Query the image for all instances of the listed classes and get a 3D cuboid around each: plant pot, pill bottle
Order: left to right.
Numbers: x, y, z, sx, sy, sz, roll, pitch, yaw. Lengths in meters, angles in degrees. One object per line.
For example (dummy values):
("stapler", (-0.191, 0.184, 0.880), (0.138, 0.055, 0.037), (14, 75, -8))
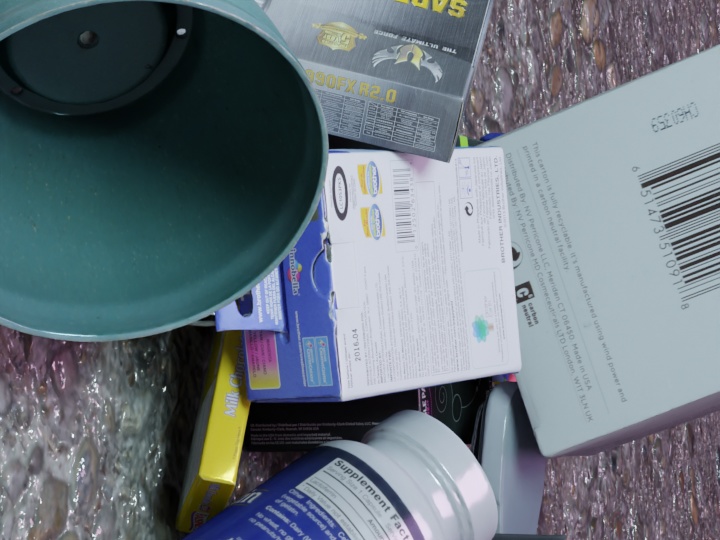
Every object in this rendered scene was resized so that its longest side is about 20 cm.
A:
("plant pot", (-0.126, -0.084, 1.124), (0.135, 0.199, 0.201), (-109, 176, -48))
("pill bottle", (-0.023, 0.167, 1.310), (0.200, 0.115, 0.116), (-32, 121, -32))

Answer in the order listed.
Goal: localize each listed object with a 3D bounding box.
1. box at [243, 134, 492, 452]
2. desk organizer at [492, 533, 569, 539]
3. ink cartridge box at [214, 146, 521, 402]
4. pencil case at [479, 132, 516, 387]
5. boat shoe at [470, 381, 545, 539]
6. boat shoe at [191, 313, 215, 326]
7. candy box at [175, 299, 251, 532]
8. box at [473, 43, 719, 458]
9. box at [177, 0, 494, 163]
("box", (0.006, 0.013, 1.488), (0.148, 0.124, 0.201), (3, 85, -68))
("desk organizer", (0.028, 0.209, 1.418), (0.072, 0.199, 0.077), (-49, 133, -60))
("ink cartridge box", (0.000, 0.000, 1.302), (0.199, 0.076, 0.137), (-6, 91, -52))
("pencil case", (0.096, 0.004, 1.580), (0.086, 0.078, 0.201), (14, 89, -28))
("boat shoe", (0.074, 0.164, 1.469), (0.074, 0.068, 0.201), (-32, 127, -56))
("boat shoe", (-0.108, 0.000, 1.294), (0.202, 0.074, 0.087), (-71, 157, -59))
("candy box", (-0.072, 0.044, 1.348), (0.102, 0.026, 0.201), (113, -12, -65))
("box", (0.183, -0.007, 1.441), (0.131, 0.199, 0.200), (13, 57, -69))
("box", (-0.028, -0.148, 1.317), (0.159, 0.199, 0.049), (-72, 175, -49))
